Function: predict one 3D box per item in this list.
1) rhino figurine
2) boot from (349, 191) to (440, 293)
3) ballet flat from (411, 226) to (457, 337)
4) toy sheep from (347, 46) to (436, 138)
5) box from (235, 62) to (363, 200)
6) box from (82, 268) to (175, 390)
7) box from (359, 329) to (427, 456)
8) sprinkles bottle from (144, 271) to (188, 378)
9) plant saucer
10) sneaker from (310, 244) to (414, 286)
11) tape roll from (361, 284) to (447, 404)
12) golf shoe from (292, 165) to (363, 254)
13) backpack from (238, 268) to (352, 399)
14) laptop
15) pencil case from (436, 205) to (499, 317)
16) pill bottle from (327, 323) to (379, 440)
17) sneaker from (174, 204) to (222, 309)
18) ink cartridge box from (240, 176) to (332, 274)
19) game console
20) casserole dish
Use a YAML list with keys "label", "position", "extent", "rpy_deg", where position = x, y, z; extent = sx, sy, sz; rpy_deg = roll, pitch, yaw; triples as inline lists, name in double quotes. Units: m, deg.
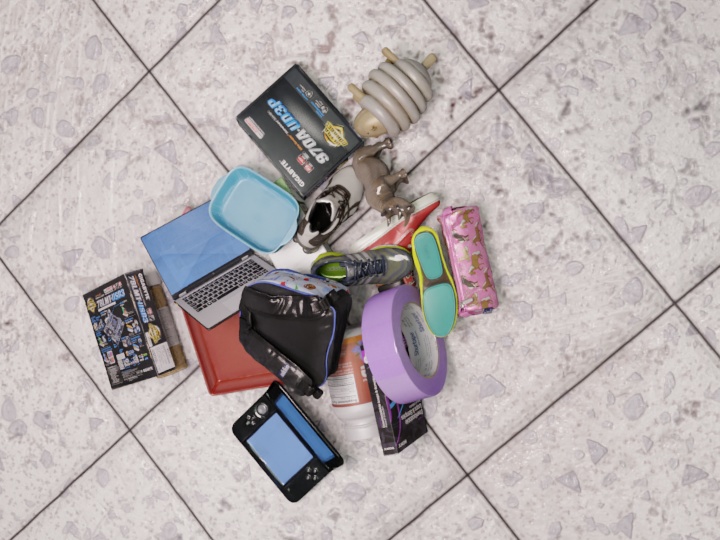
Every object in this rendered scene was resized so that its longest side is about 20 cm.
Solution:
- label: "rhino figurine"
  position: [0.045, -0.155, 1.549]
  extent: [0.086, 0.060, 0.203]
  rpy_deg: [-25, 60, 3]
- label: "boot"
  position: [0.094, -0.040, 1.583]
  extent: [0.199, 0.072, 0.146]
  rpy_deg: [-37, 87, 18]
- label: "ballet flat"
  position: [0.134, 0.016, 1.540]
  extent: [0.065, 0.067, 0.205]
  rpy_deg: [-12, 102, 5]
- label: "toy sheep"
  position: [0.063, -0.322, 1.545]
  extent: [0.138, 0.138, 0.200]
  rpy_deg: [43, 93, 5]
- label: "box"
  position: [-0.113, -0.260, 1.601]
  extent: [0.158, 0.046, 0.201]
  rpy_deg: [-41, 86, -6]
- label: "box"
  position: [-0.453, 0.117, 1.650]
  extent: [0.198, 0.049, 0.203]
  rpy_deg: [-20, 88, 46]
- label: "box"
  position: [0.065, 0.220, 1.562]
  extent: [0.035, 0.142, 0.205]
  rpy_deg: [-10, 92, 28]
- label: "sprinkles bottle"
  position: [-0.402, 0.107, 1.680]
  extent: [0.067, 0.068, 0.204]
  rpy_deg: [-19, 90, 11]
- label: "plant saucer"
  position: [-0.224, 0.132, 1.641]
  extent: [0.195, 0.037, 0.204]
  rpy_deg: [-10, 109, 11]
- label: "sneaker"
  position: [0.000, 0.000, 1.537]
  extent: [0.195, 0.081, 0.076]
  rpy_deg: [-9, 99, 9]
- label: "tape roll"
  position: [0.081, 0.131, 1.521]
  extent: [0.065, 0.199, 0.204]
  rpy_deg: [-18, 90, 28]
- label: "golf shoe"
  position: [-0.046, -0.120, 1.563]
  extent: [0.077, 0.095, 0.202]
  rpy_deg: [34, 68, -4]
- label: "backpack"
  position: [-0.115, 0.086, 1.479]
  extent: [0.187, 0.154, 0.204]
  rpy_deg: [18, 110, 13]
- label: "laptop"
  position: [-0.266, -0.019, 1.565]
  extent: [0.199, 0.186, 0.118]
  rpy_deg: [30, 142, 42]
- label: "pencil case"
  position: [0.195, -0.019, 1.554]
  extent: [0.081, 0.087, 0.205]
  rpy_deg: [-12, 91, 4]
- label: "pill bottle"
  position: [-0.006, 0.207, 1.591]
  extent: [0.110, 0.112, 0.205]
  rpy_deg: [-11, 92, 11]
- label: "sneaker"
  position: [-0.308, -0.024, 1.655]
  extent: [0.102, 0.075, 0.206]
  rpy_deg: [2, 97, 8]
- label: "ink cartridge box"
  position: [-0.132, -0.064, 1.626]
  extent: [0.103, 0.059, 0.202]
  rpy_deg: [-32, 87, 10]
- label: "game console"
  position: [-0.143, 0.330, 1.620]
  extent: [0.176, 0.116, 0.201]
  rpy_deg: [-42, 85, 9]
- label: "casserole dish"
  position: [-0.192, -0.108, 1.574]
  extent: [0.198, 0.039, 0.123]
  rpy_deg: [32, 88, 22]
